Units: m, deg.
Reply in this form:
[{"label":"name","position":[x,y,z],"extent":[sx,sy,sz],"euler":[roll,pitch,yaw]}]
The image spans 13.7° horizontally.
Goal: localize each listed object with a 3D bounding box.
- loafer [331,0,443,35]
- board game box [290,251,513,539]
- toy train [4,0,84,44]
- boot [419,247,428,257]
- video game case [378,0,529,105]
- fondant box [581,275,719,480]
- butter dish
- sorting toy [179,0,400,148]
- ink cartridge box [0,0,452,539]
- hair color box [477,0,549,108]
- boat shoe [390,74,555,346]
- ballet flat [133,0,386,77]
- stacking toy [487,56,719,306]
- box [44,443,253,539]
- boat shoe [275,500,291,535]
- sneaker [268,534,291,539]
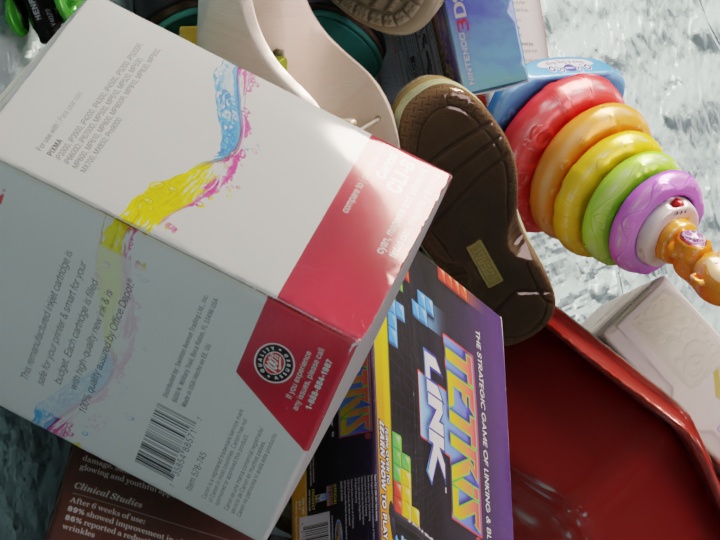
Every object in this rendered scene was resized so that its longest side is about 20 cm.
[{"label":"loafer","position":[-0.007,-0.210,1.699],"extent":[0.068,0.076,0.200],"euler":[10,40,-56]},{"label":"board game box","position":[0.023,0.092,1.597],"extent":[0.165,0.056,0.201],"euler":[35,47,-54]},{"label":"toy train","position":[-0.141,-0.094,1.547],"extent":[0.056,0.042,0.201],"euler":[-63,136,-62]},{"label":"boot","position":[0.000,-0.001,1.752],"extent":[0.200,0.065,0.166],"euler":[41,49,-55]},{"label":"video game case","position":[0.036,-0.201,1.772],"extent":[0.181,0.045,0.201],"euler":[-172,-110,-77]},{"label":"fondant box","position":[0.201,0.084,1.915],"extent":[0.144,0.058,0.200],"euler":[47,-8,0]},{"label":"butter dish","position":[0.123,0.133,1.842],"extent":[0.148,0.200,0.200],"euler":[-42,142,-10]},{"label":"sorting toy","position":[-0.052,-0.116,1.562],"extent":[0.200,0.106,0.181],"euler":[-41,125,-78]},{"label":"ink cartridge box","position":[-0.088,-0.004,1.414],"extent":[0.146,0.199,0.145],"euler":[-64,177,41]},{"label":"hair color box","position":[0.066,-0.186,1.913],"extent":[0.101,0.061,0.201],"euler":[-8,90,-61]},{"label":"boat shoe","position":[0.053,-0.043,1.735],"extent":[0.076,0.071,0.200],"euler":[-119,-173,-47]},{"label":"ballet flat","position":[-0.056,-0.152,1.684],"extent":[0.200,0.073,0.073],"euler":[10,73,-53]},{"label":"stacking toy","position":[0.163,-0.038,1.820],"extent":[0.116,0.200,0.110],"euler":[-7,125,-40]},{"label":"box","position":[-0.101,0.114,1.480],"extent":[0.075,0.100,0.201],"euler":[114,-8,-57]},{"label":"boat shoe","position":[0.007,0.081,1.697],"extent":[0.200,0.072,0.072],"euler":[-37,149,-56]},{"label":"sneaker","position":[-0.046,0.164,1.586],"extent":[0.200,0.090,0.079],"euler":[14,70,-59]}]
